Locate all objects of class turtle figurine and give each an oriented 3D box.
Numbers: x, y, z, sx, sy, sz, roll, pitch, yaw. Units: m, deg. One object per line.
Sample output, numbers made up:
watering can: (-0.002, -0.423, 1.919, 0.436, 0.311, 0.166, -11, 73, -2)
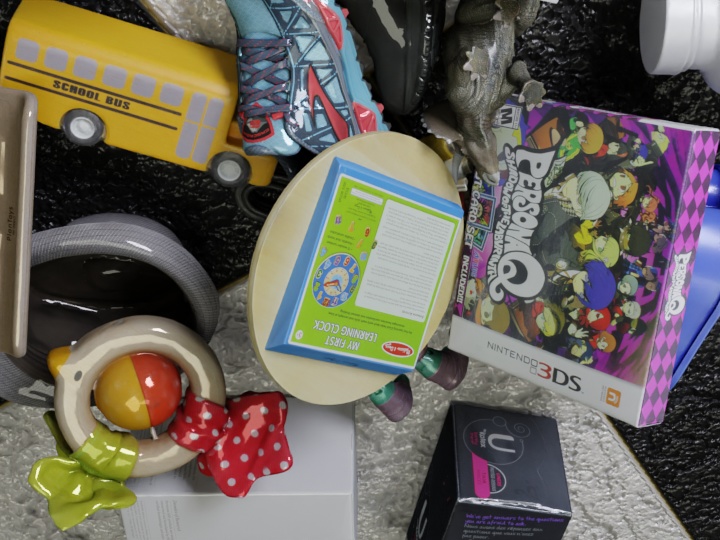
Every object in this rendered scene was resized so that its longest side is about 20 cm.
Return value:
turtle figurine: (-0.015, 0.044, 0.897, 0.200, 0.101, 0.150, 37, 143, -28)

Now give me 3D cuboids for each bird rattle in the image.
bird rattle: (-0.157, 0.113, 0.863, 0.200, 0.113, 0.163, -13, 113, -2)

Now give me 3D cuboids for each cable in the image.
cable: (0.006, -0.058, 0.882, 0.200, 0.050, 0.097, -4, 131, 17)

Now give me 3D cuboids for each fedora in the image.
fedora: (-0.213, 0.019, 0.897, 0.200, 0.090, 0.177, -17, 127, 5)

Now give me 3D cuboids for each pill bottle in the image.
pill bottle: (0.294, -0.168, 0.750, 0.200, 0.104, 0.104, 0, 127, 0)

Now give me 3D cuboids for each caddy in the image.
caddy: (0.223, 0.007, 0.858, 0.105, 0.141, 0.200, 14, 127, -9)

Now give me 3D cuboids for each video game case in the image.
video game case: (0.147, -0.014, 0.789, 0.036, 0.181, 0.200, -3, 106, -41)

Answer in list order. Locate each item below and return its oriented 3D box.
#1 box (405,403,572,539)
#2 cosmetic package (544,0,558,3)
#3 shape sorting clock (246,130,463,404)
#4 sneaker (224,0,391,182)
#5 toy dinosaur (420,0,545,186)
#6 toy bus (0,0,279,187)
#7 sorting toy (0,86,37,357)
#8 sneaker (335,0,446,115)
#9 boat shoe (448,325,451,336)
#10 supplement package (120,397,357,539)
box: (0.112, 0.239, 1.044, 0.106, 0.122, 0.200, 9, 126, -6)
cosmetic package: (0.099, -0.254, 0.625, 0.082, 0.051, 0.200, 8, 132, -10)
shape sorting clock: (0.000, 0.000, 0.794, 0.039, 0.200, 0.200, 18, 141, 43)
sneaker: (-0.045, -0.119, 0.761, 0.079, 0.096, 0.200, 4, 133, 47)
toy dinosaur: (0.086, -0.158, 0.761, 0.077, 0.102, 0.200, 8, 94, -23)
toy bus: (-0.150, -0.126, 0.806, 0.200, 0.065, 0.078, 15, 124, -11)
sorting toy: (-0.305, -0.047, 0.806, 0.200, 0.036, 0.185, 13, 105, 25)
sneaker: (0.012, -0.200, 0.756, 0.091, 0.076, 0.200, 4, 123, 11)
boat shoe: (0.124, -0.001, 0.895, 0.072, 0.072, 0.200, 13, 126, -8)
supplement package: (-0.103, 0.197, 1.012, 0.200, 0.121, 0.120, -1, 127, 1)
